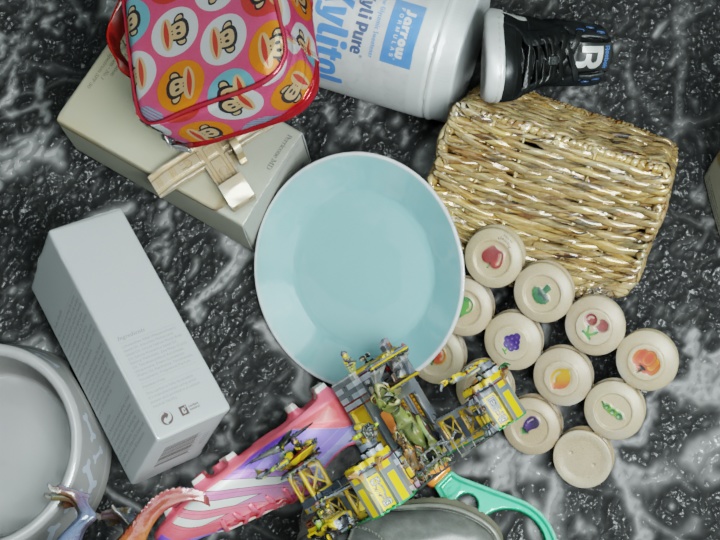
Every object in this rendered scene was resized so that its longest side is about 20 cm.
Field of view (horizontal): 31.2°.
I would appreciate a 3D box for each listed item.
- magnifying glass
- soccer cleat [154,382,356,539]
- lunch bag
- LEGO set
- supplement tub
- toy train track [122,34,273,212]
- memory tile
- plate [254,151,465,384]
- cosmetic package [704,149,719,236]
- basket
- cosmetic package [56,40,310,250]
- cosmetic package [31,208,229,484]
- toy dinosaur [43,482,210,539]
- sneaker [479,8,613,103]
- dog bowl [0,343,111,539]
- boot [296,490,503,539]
[{"bbox_3d":[0.083,0.189,1.070,0.080,0.022,0.200,-42,75,-8],"label":"magnifying glass"},{"bbox_3d":[-0.079,0.174,1.066,0.200,0.067,0.077,-38,88,-7],"label":"soccer cleat"},{"bbox_3d":[-0.128,-0.204,1.049,0.175,0.082,0.202,-15,69,22],"label":"lunch bag"},{"bbox_3d":[0.016,0.110,0.986,0.199,0.154,0.116,-29,85,-31],"label":"LEGO set"},{"bbox_3d":[0.003,-0.218,1.139,0.199,0.132,0.133,17,75,10],"label":"supplement tub"},{"bbox_3d":[-0.152,-0.139,1.101,0.114,0.033,0.201,-33,73,-6],"label":"toy train track"},{"bbox_3d":[0.146,0.072,1.062,0.199,0.017,0.154,34,111,11],"label":"memory tile"},{"bbox_3d":[0.000,0.000,1.096,0.199,0.026,0.202,3,97,26],"label":"plate"},{"bbox_3d":[0.341,-0.071,1.036,0.070,0.200,0.106,-12,72,0],"label":"cosmetic package"},{"bbox_3d":[0.163,-0.065,1.119,0.199,0.149,0.144,19,109,9],"label":"basket"},{"bbox_3d":[-0.156,-0.115,1.150,0.199,0.073,0.104,28,77,12],"label":"cosmetic package"},{"bbox_3d":[-0.195,0.063,1.076,0.071,0.102,0.201,-21,72,-32],"label":"cosmetic package"},{"bbox_3d":[-0.228,0.258,0.983,0.199,0.105,0.183,-24,46,34],"label":"toy dinosaur"},{"bbox_3d":[0.159,-0.185,1.089,0.111,0.200,0.074,4,108,7],"label":"sneaker"},{"bbox_3d":[-0.314,0.153,1.088,0.198,0.059,0.202,-1,73,3],"label":"dog bowl"},{"bbox_3d":[0.008,0.241,0.960,0.180,0.200,0.073,2,107,11],"label":"boot"}]
